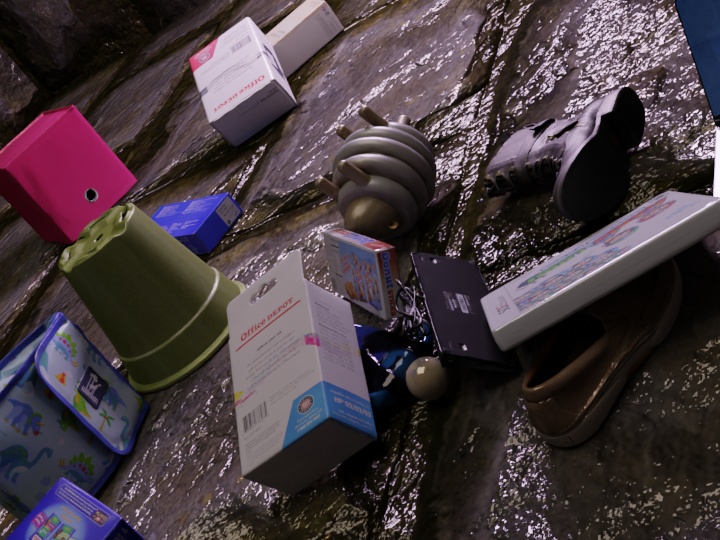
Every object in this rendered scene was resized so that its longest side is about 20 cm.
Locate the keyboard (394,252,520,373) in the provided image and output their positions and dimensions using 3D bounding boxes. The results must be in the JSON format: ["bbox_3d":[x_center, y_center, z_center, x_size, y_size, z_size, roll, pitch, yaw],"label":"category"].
[{"bbox_3d":[0.078,0.043,0.966,0.200,0.104,0.040,-101,24,-63],"label":"keyboard"}]

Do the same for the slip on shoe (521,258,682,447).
[{"bbox_3d":[0.191,0.046,0.818,0.200,0.061,0.076,-50,28,-22],"label":"slip on shoe"}]

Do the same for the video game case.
[{"bbox_3d":[0.193,-0.006,0.849,0.200,0.024,0.182,-30,3,6],"label":"video game case"}]

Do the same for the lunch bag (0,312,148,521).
[{"bbox_3d":[-0.359,0.175,1.193,0.127,0.170,0.200,-8,37,47],"label":"lunch bag"}]

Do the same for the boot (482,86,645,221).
[{"bbox_3d":[0.196,-0.104,1.067,0.174,0.069,0.200,-17,29,47],"label":"boot"}]

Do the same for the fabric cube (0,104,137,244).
[{"bbox_3d":[-0.616,-0.194,2.089,0.196,0.199,0.200,-48,27,-22],"label":"fabric cube"}]

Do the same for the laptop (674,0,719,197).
[{"bbox_3d":[0.376,-0.180,0.882,0.187,0.116,0.200,-20,31,34],"label":"laptop"}]

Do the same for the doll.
[{"bbox_3d":[0.013,0.094,0.984,0.200,0.048,0.137,8,52,52],"label":"doll"}]

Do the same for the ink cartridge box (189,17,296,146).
[{"bbox_3d":[-0.218,-0.346,1.878,0.145,0.084,0.200,-33,49,12],"label":"ink cartridge box"}]

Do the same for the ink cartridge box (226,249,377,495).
[{"bbox_3d":[-0.061,0.093,0.970,0.115,0.068,0.200,-37,44,27],"label":"ink cartridge box"}]

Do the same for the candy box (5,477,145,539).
[{"bbox_3d":[-0.313,0.320,1.006,0.200,0.077,0.169,-48,29,-22],"label":"candy box"}]

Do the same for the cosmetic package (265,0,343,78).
[{"bbox_3d":[-0.141,-0.446,2.030,0.200,0.073,0.104,-42,27,-9],"label":"cosmetic package"}]

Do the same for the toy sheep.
[{"bbox_3d":[0.027,-0.115,1.208,0.138,0.138,0.200,-13,45,42],"label":"toy sheep"}]

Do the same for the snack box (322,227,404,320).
[{"bbox_3d":[0.000,0.000,1.091,0.024,0.072,0.200,-11,11,-15],"label":"snack box"}]

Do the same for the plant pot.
[{"bbox_3d":[-0.280,0.020,1.320,0.200,0.190,0.200,-31,26,17],"label":"plant pot"}]

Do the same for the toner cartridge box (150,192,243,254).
[{"bbox_3d":[-0.280,-0.067,1.627,0.200,0.043,0.095,-5,41,49],"label":"toner cartridge box"}]
